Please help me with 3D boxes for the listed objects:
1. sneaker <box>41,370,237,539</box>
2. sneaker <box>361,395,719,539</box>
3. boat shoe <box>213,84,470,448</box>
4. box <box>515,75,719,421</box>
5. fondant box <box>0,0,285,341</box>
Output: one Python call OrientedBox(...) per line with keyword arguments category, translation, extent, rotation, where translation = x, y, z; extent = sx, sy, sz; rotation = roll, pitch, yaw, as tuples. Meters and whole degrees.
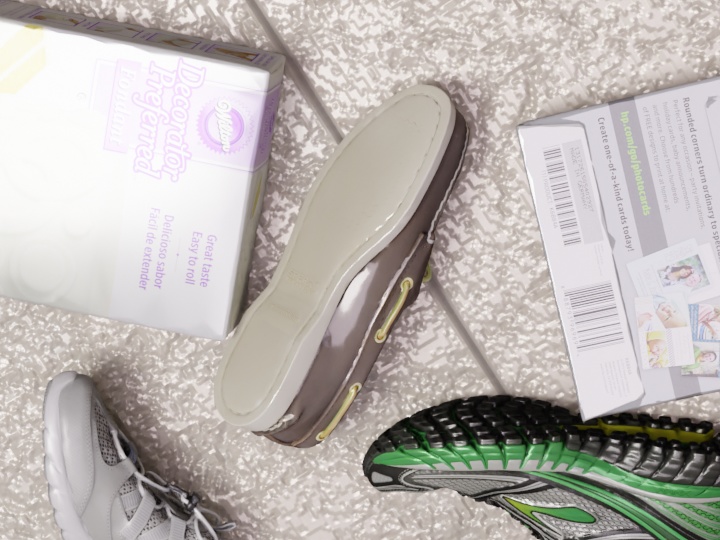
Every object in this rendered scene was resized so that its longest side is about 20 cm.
OrientedBox(category="sneaker", translation=(-0.108, 0.136, 1.221), extent=(0.082, 0.075, 0.200), rotation=(-22, 110, 5))
OrientedBox(category="sneaker", translation=(0.099, 0.117, 1.180), extent=(0.200, 0.078, 0.085), rotation=(8, 104, 5))
OrientedBox(category="boat shoe", translation=(0.000, 0.000, 1.176), extent=(0.059, 0.072, 0.200), rotation=(28, 93, -41))
OrientedBox(category="box", translation=(0.192, -0.021, 1.149), extent=(0.200, 0.041, 0.156), rotation=(-13, 93, 11))
OrientedBox(category="fondant box", translation=(-0.150, -0.057, 1.185), extent=(0.200, 0.058, 0.144), rotation=(11, 103, 4))
